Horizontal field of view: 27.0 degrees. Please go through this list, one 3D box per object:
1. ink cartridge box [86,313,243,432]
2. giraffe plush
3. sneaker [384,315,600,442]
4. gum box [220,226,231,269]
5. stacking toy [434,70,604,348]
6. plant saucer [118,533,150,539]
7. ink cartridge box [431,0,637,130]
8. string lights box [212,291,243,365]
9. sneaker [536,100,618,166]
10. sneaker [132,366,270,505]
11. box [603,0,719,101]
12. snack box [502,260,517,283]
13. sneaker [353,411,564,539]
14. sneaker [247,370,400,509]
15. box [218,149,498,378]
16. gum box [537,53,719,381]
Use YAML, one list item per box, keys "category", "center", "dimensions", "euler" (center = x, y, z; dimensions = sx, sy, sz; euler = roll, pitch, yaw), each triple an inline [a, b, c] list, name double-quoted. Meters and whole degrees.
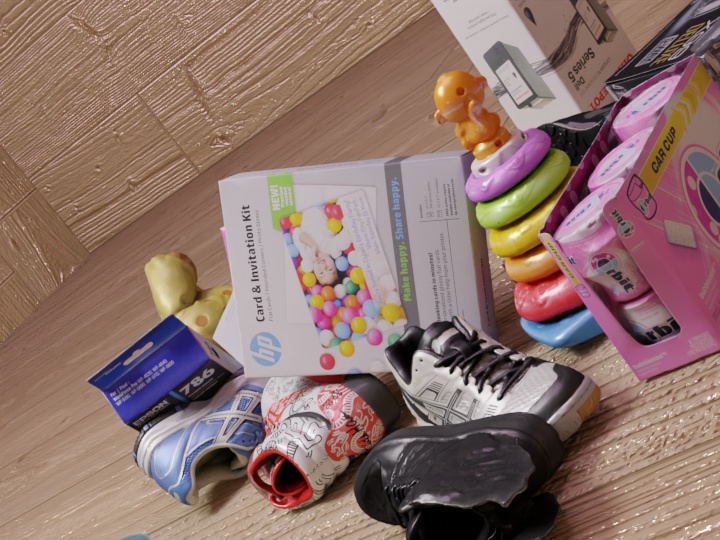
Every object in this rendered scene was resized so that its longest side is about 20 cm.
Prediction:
- category: "ink cartridge box"
  center: [-0.157, 0.112, 1.353]
  dimensions: [0.099, 0.039, 0.200]
  euler: [-38, -29, 4]
- category: "giraffe plush"
  center: [-0.123, 0.046, 1.548]
  dimensions: [0.160, 0.174, 0.200]
  euler: [-19, -1, -8]
- category: "sneaker"
  center: [0.073, 0.074, 0.967]
  dimensions: [0.076, 0.088, 0.199]
  euler: [-42, 14, -23]
- category: "gum box"
  center: [0.000, 0.000, 1.198]
  dimensions: [0.198, 0.115, 0.066]
  euler: [-10, 6, 19]
- category: "stacking toy"
  center: [0.114, -0.054, 1.036]
  dimensions: [0.116, 0.201, 0.110]
  euler: [-39, 12, -2]
- category: "plant saucer"
  center: [-0.243, 0.298, 1.237]
  dimensions: [0.199, 0.028, 0.200]
  euler: [-37, 12, 9]
- category: "ink cartridge box"
  center: [0.182, -0.238, 1.504]
  dimensions: [0.084, 0.201, 0.146]
  euler: [-22, 20, 45]
- category: "string lights box"
  center: [-0.049, 0.001, 1.452]
  dimensions: [0.200, 0.059, 0.103]
  euler: [-45, -8, -33]
- category: "sneaker"
  center: [0.225, -0.111, 1.272]
  dimensions: [0.087, 0.076, 0.199]
  euler: [-28, 9, -29]
- category: "sneaker"
  center: [-0.099, 0.138, 1.326]
  dimensions: [0.199, 0.076, 0.077]
  euler: [-33, 50, -16]
- category: "box"
  center: [0.333, -0.219, 1.341]
  dimensions: [0.200, 0.050, 0.157]
  euler: [-43, 13, -17]
- category: "snack box"
  center: [0.193, -0.038, 1.164]
  dimensions: [0.072, 0.024, 0.199]
  euler: [-46, 13, -31]
- category: "sneaker"
  center: [0.047, 0.136, 0.882]
  dimensions: [0.199, 0.060, 0.104]
  euler: [-23, 15, 43]
- category: "sneaker"
  center: [-0.058, 0.132, 1.189]
  dimensions: [0.108, 0.068, 0.201]
  euler: [-42, 15, -26]
- category: "box"
  center: [-0.002, -0.003, 1.127]
  dimensions: [0.198, 0.158, 0.041]
  euler: [-3, 9, 23]
- category: "gum box"
  center: [0.192, -0.034, 0.939]
  dimensions: [0.066, 0.114, 0.200]
  euler: [-28, 16, 39]
